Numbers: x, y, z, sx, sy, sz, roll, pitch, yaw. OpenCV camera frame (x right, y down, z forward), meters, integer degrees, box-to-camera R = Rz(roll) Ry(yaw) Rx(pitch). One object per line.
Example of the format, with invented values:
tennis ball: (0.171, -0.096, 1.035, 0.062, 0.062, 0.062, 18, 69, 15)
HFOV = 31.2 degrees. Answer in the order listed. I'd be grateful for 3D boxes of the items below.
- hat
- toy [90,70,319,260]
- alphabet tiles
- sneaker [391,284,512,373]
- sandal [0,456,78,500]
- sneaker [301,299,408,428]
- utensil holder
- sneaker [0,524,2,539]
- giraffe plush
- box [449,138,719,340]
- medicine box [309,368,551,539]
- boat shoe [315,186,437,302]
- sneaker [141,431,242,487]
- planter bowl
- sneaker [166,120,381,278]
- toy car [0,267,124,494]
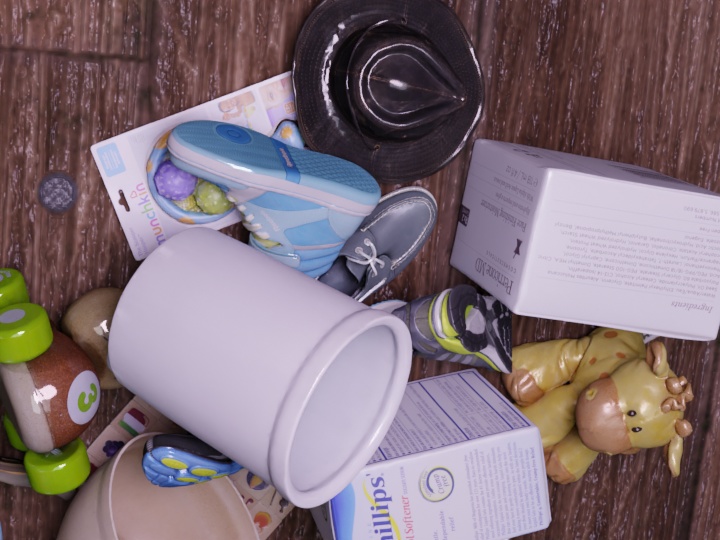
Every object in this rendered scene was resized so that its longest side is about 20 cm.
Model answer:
hat: (0.041, -0.168, 1.163, 0.199, 0.081, 0.202, -4, 99, -25)
toy: (-0.131, -0.093, 1.176, 0.199, 0.047, 0.116, -22, 106, -8)
alphabet tiles: (-0.159, 0.197, 1.260, 0.200, 0.008, 0.167, 42, 90, -19)
sneaker: (0.091, 0.055, 1.220, 0.080, 0.200, 0.074, -4, 74, 25)
sandal: (-0.356, 0.187, 1.170, 0.199, 0.080, 0.054, 20, 82, -21)
sneaker: (-0.001, 0.100, 1.206, 0.200, 0.081, 0.077, -37, 134, -33)
utensil holder: (-0.085, 0.074, 1.070, 0.199, 0.170, 0.171, 26, 98, 26)
sneaker: (-0.353, 0.278, 1.201, 0.087, 0.075, 0.200, -45, 109, -6)
giraffe plush: (0.252, 0.129, 1.260, 0.200, 0.162, 0.173, -42, 108, 0)
box: (0.212, -0.032, 1.193, 0.199, 0.199, 0.132, 8, 101, -15)
medicine box: (0.051, 0.184, 1.215, 0.199, 0.182, 0.104, -12, 105, -10)
boat shoe: (0.000, 0.000, 1.222, 0.200, 0.062, 0.073, -40, 109, -2)
sneaker: (-0.133, 0.147, 1.177, 0.070, 0.199, 0.083, -20, 84, 31)
planter bowl: (-0.200, 0.268, 1.177, 0.134, 0.201, 0.200, -33, 111, 24)
sneaker: (-0.092, -0.049, 1.141, 0.199, 0.080, 0.131, 16, 120, -23)
toy car: (-0.227, 0.071, 1.149, 0.199, 0.158, 0.165, -20, 120, -20)
